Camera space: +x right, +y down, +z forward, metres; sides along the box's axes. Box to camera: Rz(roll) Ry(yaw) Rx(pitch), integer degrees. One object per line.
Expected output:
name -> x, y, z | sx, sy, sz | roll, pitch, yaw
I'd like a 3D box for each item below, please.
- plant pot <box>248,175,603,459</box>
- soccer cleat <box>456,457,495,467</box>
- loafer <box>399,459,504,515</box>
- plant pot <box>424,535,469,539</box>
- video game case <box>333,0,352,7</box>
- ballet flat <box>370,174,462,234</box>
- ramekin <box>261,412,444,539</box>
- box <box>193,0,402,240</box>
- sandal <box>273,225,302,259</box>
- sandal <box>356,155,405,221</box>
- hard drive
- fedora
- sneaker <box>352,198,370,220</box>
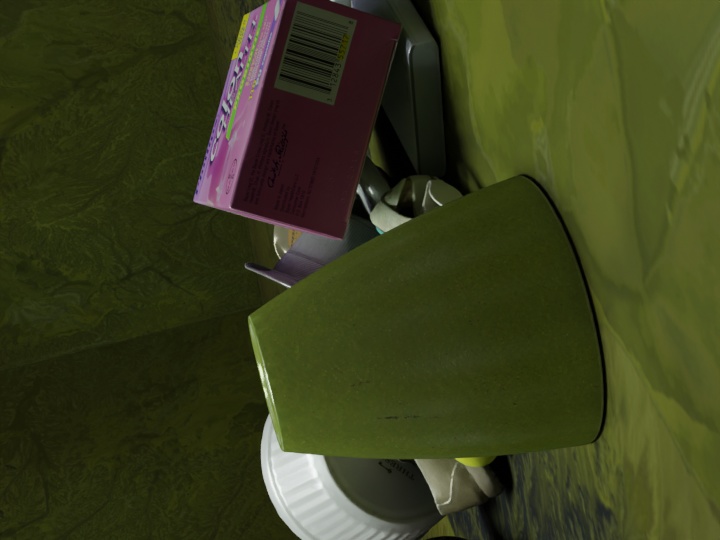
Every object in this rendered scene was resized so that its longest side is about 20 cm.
plant pot -> 0.033, 0.050, 0.897 | 0.187, 0.200, 0.187 | 166, 90, -82
soccer cleat -> 0.076, 0.069, 1.131 | 0.084, 0.065, 0.200 | 160, 95, -75
loafer -> 0.044, 0.135, 1.206 | 0.200, 0.067, 0.076 | 50, -179, 22
plant pot -> 0.075, 0.326, 1.231 | 0.175, 0.200, 0.201 | -65, -37, -75
video game case -> -0.022, -0.189, 1.327 | 0.182, 0.024, 0.200 | 101, 169, -73
ballet flat -> 0.058, -0.046, 1.076 | 0.200, 0.067, 0.062 | -138, 45, -66
ramekin -> 0.014, 0.171, 1.290 | 0.094, 0.202, 0.203 | -38, 65, 57
box -> -0.058, -0.126, 1.119 | 0.200, 0.097, 0.176 | -162, 87, -75
sandal -> -0.068, -0.073, 1.291 | 0.080, 0.054, 0.200 | 39, 141, 32
sandal -> 0.026, -0.072, 1.294 | 0.083, 0.050, 0.203 | 60, 179, 1
hard drive -> 0.028, -0.186, 1.149 | 0.200, 0.026, 0.132 | -112, 11, -48
fedora -> 0.000, 0.000, 1.237 | 0.177, 0.090, 0.200 | 21, 174, 45
sneaker -> 0.004, -0.024, 1.446 | 0.075, 0.106, 0.200 | -64, -10, 12
